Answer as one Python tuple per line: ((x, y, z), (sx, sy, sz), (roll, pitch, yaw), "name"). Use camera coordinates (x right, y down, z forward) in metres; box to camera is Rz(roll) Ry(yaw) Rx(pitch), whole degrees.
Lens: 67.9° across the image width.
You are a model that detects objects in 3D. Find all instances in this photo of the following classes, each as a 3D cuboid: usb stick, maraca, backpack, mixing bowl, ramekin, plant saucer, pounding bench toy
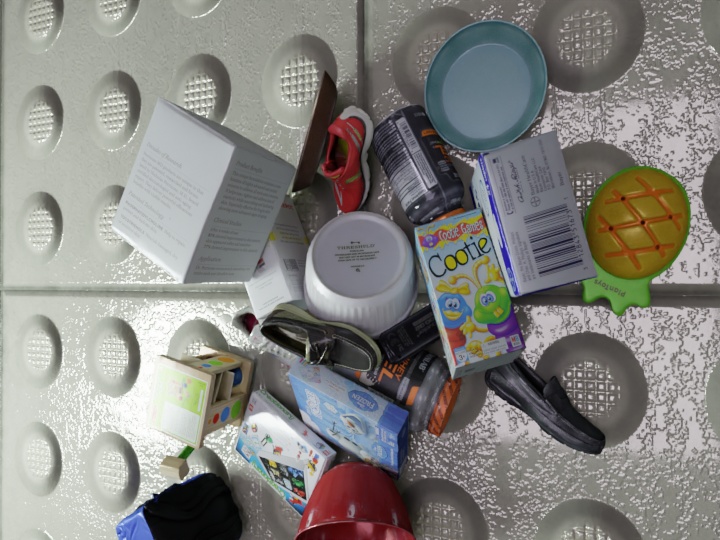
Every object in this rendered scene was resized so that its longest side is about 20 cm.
((0.117, 0.079, 0.835), (0.195, 0.033, 0.056), (-28, 71, -17), "usb stick")
((0.375, -0.042, 0.746), (0.133, 0.106, 0.207), (23, 98, 19), "maraca")
((-0.330, 0.475, 0.980), (0.165, 0.198, 0.167), (-31, 81, 28), "backpack")
((-0.008, 0.387, 0.872), (0.194, 0.202, 0.111), (-18, 45, 20), "mixing bowl")
((0.000, 0.000, 0.852), (0.193, 0.095, 0.209), (-1, 59, 2), "ramekin")
((-0.075, -0.228, 0.902), (0.033, 0.200, 0.208), (15, 96, -11), "plant saucer")
((-0.294, 0.261, 0.988), (0.120, 0.155, 0.209), (13, 94, 20), "pounding bench toy")
((0.199, -0.291, 0.858), (0.192, 0.036, 0.209), (0, 90, 22), "plant saucer")

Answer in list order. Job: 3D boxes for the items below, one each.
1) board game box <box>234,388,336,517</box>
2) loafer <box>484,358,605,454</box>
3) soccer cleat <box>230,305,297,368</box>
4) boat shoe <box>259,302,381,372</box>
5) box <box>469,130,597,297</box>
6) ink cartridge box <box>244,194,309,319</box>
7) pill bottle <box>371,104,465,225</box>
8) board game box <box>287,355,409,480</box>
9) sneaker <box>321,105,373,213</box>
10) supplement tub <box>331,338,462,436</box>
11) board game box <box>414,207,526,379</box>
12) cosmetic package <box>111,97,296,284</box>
((-0.141, 0.326, 0.966), (0.197, 0.034, 0.130), (31, 109, 29), "board game box")
((0.280, 0.194, 0.802), (0.198, 0.067, 0.072), (35, 111, 22), "loafer")
((-0.153, 0.132, 0.969), (0.195, 0.086, 0.072), (29, 99, 19), "soccer cleat")
((-0.064, 0.112, 0.803), (0.195, 0.066, 0.074), (21, 125, 21), "boat shoe")
((0.229, -0.064, 0.749), (0.101, 0.200, 0.191), (-15, 84, 7), "box")
((-0.149, -0.029, 0.939), (0.081, 0.144, 0.207), (-25, 80, 20), "ink cartridge box")
((0.100, -0.150, 0.860), (0.104, 0.106, 0.206), (-29, 80, 18), "pill bottle")
((-0.015, 0.242, 0.865), (0.194, 0.204, 0.044), (24, 57, 22), "board game box")
((-0.032, -0.170, 0.881), (0.076, 0.085, 0.204), (31, 144, 23), "sneaker")
((0.058, 0.176, 0.864), (0.194, 0.122, 0.127), (23, 98, 19), "supplement tub")
((0.152, 0.036, 0.772), (0.099, 0.105, 0.207), (-15, 71, 2), "board game box")
((-0.230, -0.110, 0.806), (0.163, 0.166, 0.206), (30, 100, 21), "cosmetic package")
